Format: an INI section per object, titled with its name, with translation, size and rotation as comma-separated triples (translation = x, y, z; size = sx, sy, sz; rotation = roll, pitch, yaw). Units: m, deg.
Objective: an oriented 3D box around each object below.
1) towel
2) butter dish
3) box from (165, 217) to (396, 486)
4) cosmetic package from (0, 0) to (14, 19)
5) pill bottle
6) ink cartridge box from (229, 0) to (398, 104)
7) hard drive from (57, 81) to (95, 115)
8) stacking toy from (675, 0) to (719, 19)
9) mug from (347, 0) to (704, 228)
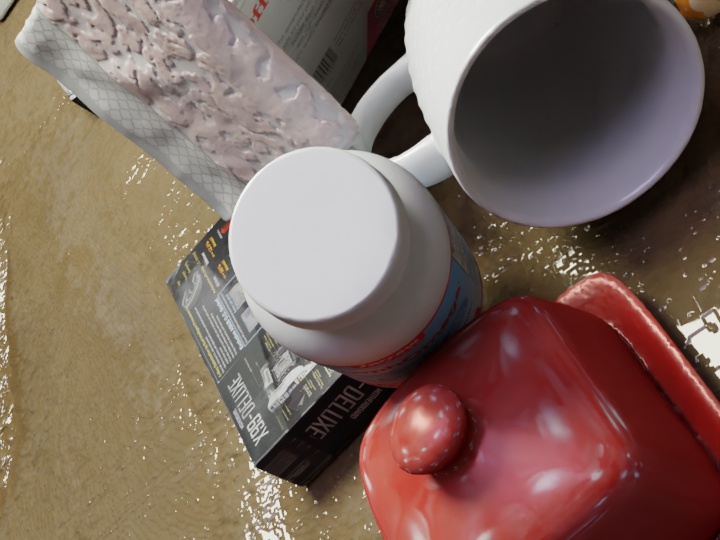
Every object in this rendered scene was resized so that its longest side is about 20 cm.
[towel]
translation = -0.115, -0.120, 0.835
size = 0.032, 0.200, 0.191
rotation = -56, 14, -27
[butter dish]
translation = 0.072, 0.100, 0.679
size = 0.199, 0.148, 0.200
rotation = -44, 44, 15
[box]
translation = -0.038, 0.018, 0.901
size = 0.158, 0.050, 0.200
rotation = -48, 43, 13
[cosmetic package]
translation = -0.431, -0.400, 1.424
size = 0.167, 0.167, 0.200
rotation = -53, 43, 5
[pill bottle]
translation = 0.000, 0.000, 0.706
size = 0.108, 0.200, 0.109
rotation = -2, 80, 13
[ink cartridge box]
translation = -0.058, -0.195, 0.919
size = 0.085, 0.200, 0.146
rotation = 28, 87, 21
[hard drive]
translation = -0.218, -0.256, 1.238
size = 0.200, 0.038, 0.140
rotation = -50, 43, 9
[stacking toy]
translation = 0.235, -0.234, 0.762
size = 0.110, 0.116, 0.201
rotation = 43, 110, 50
[mug]
translation = 0.077, -0.118, 0.791
size = 0.200, 0.148, 0.176
rotation = -34, 35, 10
